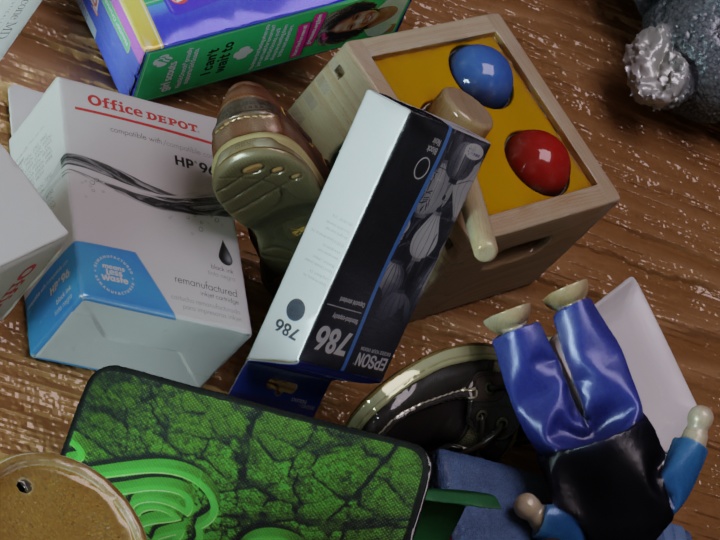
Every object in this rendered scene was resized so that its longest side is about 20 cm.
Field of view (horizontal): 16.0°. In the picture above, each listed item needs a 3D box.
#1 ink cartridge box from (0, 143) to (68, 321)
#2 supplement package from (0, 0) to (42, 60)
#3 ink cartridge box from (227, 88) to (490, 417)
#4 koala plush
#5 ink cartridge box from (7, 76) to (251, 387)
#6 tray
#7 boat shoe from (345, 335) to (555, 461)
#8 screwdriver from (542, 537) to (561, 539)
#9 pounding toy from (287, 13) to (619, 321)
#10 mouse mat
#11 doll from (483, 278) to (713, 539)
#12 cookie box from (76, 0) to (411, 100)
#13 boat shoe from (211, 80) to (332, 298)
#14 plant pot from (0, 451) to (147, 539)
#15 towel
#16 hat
[{"bbox_3d":[-0.268,0.021,1.301,0.086,0.148,0.200,52,40,7],"label":"ink cartridge box"},{"bbox_3d":[-0.293,-0.186,1.477,0.199,0.114,0.110,-2,57,-40],"label":"supplement package"},{"bbox_3d":[0.000,0.000,1.495,0.039,0.201,0.099,29,8,32],"label":"ink cartridge box"},{"bbox_3d":[0.258,-0.202,1.940,0.177,0.183,0.202,11,71,-48],"label":"koala plush"},{"bbox_3d":[-0.140,-0.039,1.517,0.115,0.068,0.201,13,49,-32],"label":"ink cartridge box"},{"bbox_3d":[0.167,0.074,1.665,0.108,0.022,0.200,65,24,-2],"label":"tray"},{"bbox_3d":[0.074,0.086,1.587,0.199,0.073,0.065,-13,61,-45],"label":"boat shoe"},{"bbox_3d":[0.114,0.200,1.427,0.028,0.029,0.200,-2,17,0],"label":"screwdriver"},{"bbox_3d":[0.059,-0.064,1.645,0.199,0.142,0.185,-16,67,-46],"label":"pounding toy"},{"bbox_3d":[-0.075,0.143,1.343,0.198,0.008,0.162,13,70,14],"label":"mouse mat"},{"bbox_3d":[0.149,0.108,1.542,0.136,0.048,0.201,-20,86,-10],"label":"doll"},{"bbox_3d":[-0.088,-0.214,1.652,0.199,0.075,0.172,-18,68,-22],"label":"cookie box"},{"bbox_3d":[-0.037,-0.041,1.533,0.200,0.071,0.068,61,17,-55],"label":"boat shoe"},{"bbox_3d":[-0.185,0.173,1.200,0.185,0.200,0.187,20,48,-23],"label":"plant pot"},{"bbox_3d":[0.120,0.183,1.563,0.199,0.049,0.112,20,47,-27],"label":"towel"},{"bbox_3d":[-0.017,0.204,1.418,0.199,0.165,0.178,12,81,-55],"label":"hat"}]
